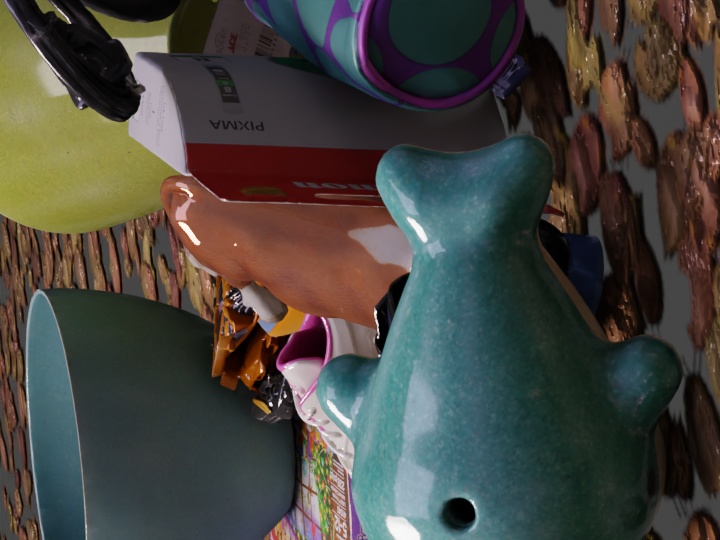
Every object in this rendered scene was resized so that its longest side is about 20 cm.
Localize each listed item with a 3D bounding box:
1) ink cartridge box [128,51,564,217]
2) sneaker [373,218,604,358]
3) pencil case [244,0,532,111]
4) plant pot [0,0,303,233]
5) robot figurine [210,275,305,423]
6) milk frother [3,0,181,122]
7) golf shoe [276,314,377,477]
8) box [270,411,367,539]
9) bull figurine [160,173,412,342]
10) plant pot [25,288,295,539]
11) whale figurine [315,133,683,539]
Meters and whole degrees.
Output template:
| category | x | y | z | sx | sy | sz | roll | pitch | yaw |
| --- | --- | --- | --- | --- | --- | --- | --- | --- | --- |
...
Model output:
| category | x | y | z | sx | sy | sz | roll | pitch | yaw |
| --- | --- | --- | --- | --- | --- | --- | --- | --- | --- |
| ink cartridge box | -0.010 | -0.066 | 1.371 | 0.200 | 0.161 | 0.050 | -149 | 62 | -72 |
| sneaker | 0.033 | 0.048 | 1.329 | 0.070 | 0.078 | 0.200 | -96 | 27 | -50 |
| pencil case | 0.008 | -0.132 | 1.377 | 0.085 | 0.092 | 0.200 | 54 | 173 | -24 |
| plant pot | -0.112 | -0.116 | 1.616 | 0.200 | 0.187 | 0.187 | -1 | 96 | 57 |
| robot figurine | -0.035 | -0.007 | 1.636 | 0.200 | 0.058 | 0.145 | 121 | 156 | -49 |
| milk frother | -0.085 | -0.191 | 1.352 | 0.188 | 0.180 | 0.200 | -49 | 56 | 29 |
| golf shoe | 0.000 | 0.068 | 1.543 | 0.075 | 0.091 | 0.200 | -133 | 38 | -64 |
| box | -0.015 | 0.115 | 1.718 | 0.200 | 0.039 | 0.137 | -147 | 52 | -71 |
| bull figurine | 0.000 | 0.000 | 1.424 | 0.121 | 0.200 | 0.065 | 83 | -148 | -72 |
| plant pot | -0.114 | 0.104 | 1.744 | 0.200 | 0.135 | 0.200 | 174 | 90 | -75 |
| whale figurine | 0.050 | 0.048 | 1.214 | 0.104 | 0.159 | 0.200 | -39 | -56 | -64 |
